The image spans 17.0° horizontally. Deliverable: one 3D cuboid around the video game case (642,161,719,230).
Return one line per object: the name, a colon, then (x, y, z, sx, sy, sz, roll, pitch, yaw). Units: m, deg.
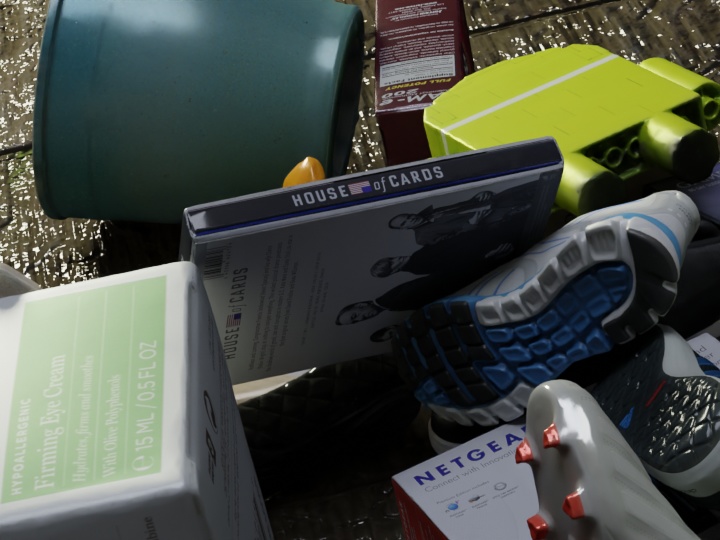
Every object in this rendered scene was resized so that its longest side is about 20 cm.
video game case: (0.276, -0.028, 1.356, 0.142, 0.019, 0.200, -16, 27, -29)

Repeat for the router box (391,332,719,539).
router box: (0.143, 0.126, 1.212, 0.199, 0.049, 0.179, -23, 33, -17)

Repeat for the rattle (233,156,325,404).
rattle: (-0.113, 0.021, 1.395, 0.198, 0.143, 0.131, 1, 52, 10)

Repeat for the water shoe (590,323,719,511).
water shoe: (0.164, 0.085, 1.169, 0.072, 0.079, 0.200, -52, 11, 5)

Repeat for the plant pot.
plant pot: (-0.097, -0.118, 1.574, 0.186, 0.201, 0.201, 9, 34, 5)

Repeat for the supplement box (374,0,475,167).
supplement box: (0.046, -0.108, 1.567, 0.060, 0.109, 0.201, -8, 32, 6)

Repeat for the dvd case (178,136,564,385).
dvd case: (0.000, 0.000, 1.258, 0.198, 0.151, 0.025, -11, 58, -16)

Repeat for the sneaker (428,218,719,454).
sneaker: (0.123, 0.026, 1.319, 0.199, 0.113, 0.073, -18, 30, -9)

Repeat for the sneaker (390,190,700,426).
sneaker: (0.102, 0.017, 1.261, 0.199, 0.075, 0.087, -27, 11, 39)

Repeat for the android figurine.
android figurine: (0.114, -0.078, 1.370, 0.181, 0.041, 0.200, -25, 26, -19)

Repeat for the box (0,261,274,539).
box: (-0.137, 0.138, 1.149, 0.170, 0.201, 0.199, -12, 31, 3)

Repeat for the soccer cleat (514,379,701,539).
soccer cleat: (0.135, 0.139, 1.091, 0.077, 0.201, 0.069, -20, -9, -21)

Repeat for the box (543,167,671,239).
box: (0.109, -0.024, 1.425, 0.199, 0.096, 0.078, -33, 36, -27)

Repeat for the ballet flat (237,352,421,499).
ballet flat: (-0.059, 0.090, 1.324, 0.199, 0.067, 0.057, -18, 50, -25)

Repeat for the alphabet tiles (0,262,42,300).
alphabet tiles: (-0.198, 0.090, 1.241, 0.196, 0.199, 0.015, -44, 26, 24)
